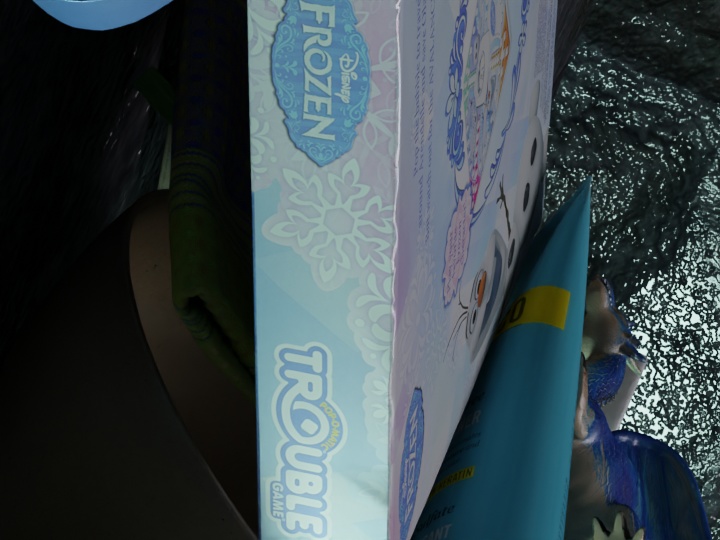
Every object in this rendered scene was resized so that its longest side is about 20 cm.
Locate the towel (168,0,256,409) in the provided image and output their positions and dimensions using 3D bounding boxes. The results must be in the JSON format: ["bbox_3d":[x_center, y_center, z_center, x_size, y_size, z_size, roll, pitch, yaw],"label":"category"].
[{"bbox_3d":[-0.015,-0.045,0.785,0.144,0.023,0.201,50,38,-49],"label":"towel"}]

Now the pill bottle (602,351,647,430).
[{"bbox_3d":[0.019,0.042,1.098,0.116,0.199,0.116,24,90,-84],"label":"pill bottle"}]

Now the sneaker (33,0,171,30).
[{"bbox_3d":[-0.031,-0.137,0.637,0.078,0.070,0.201,80,32,-66],"label":"sneaker"}]

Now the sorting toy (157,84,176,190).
[{"bbox_3d":[-0.008,-0.074,0.959,0.185,0.036,0.200,-28,155,-33],"label":"sorting toy"}]

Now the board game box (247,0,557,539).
[{"bbox_3d":[0.017,-0.048,0.700,0.199,0.043,0.201,-64,159,-53],"label":"board game box"}]

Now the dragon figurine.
[{"bbox_3d":[0.084,0.086,0.867,0.059,0.201,0.099,-25,160,22],"label":"dragon figurine"}]

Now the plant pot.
[{"bbox_3d":[-0.061,0.092,0.826,0.134,0.201,0.200,-36,-177,17],"label":"plant pot"}]

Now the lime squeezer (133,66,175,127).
[{"bbox_3d":[0.000,0.000,0.867,0.038,0.200,0.071,-32,-140,24],"label":"lime squeezer"}]

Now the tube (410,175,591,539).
[{"bbox_3d":[0.043,0.062,0.767,0.077,0.050,0.201,-47,-159,42],"label":"tube"}]
